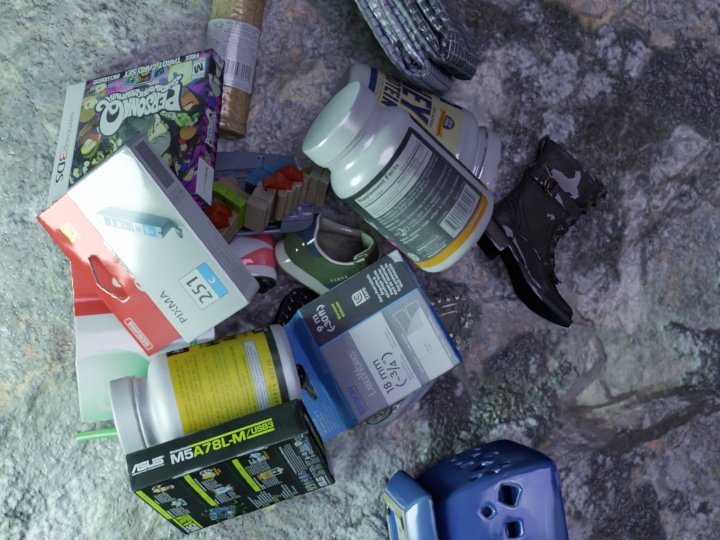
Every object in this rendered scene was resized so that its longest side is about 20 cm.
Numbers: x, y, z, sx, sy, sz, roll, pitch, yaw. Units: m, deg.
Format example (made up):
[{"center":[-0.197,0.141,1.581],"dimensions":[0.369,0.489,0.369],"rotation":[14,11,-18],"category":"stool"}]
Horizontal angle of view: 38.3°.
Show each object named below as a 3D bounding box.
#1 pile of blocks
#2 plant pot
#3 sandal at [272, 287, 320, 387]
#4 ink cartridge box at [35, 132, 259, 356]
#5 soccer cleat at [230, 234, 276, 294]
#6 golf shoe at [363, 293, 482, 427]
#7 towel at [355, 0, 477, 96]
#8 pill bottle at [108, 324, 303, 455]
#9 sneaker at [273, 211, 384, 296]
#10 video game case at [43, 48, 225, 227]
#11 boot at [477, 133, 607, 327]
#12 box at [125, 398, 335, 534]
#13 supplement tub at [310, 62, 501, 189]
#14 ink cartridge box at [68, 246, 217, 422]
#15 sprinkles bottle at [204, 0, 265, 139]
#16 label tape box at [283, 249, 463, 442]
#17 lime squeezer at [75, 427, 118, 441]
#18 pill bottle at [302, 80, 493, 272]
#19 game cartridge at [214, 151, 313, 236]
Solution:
[{"center":[-0.109,-0.089,1.117],"dimensions":[0.198,0.062,0.083],"rotation":[-28,68,-26],"category":"pile of blocks"},{"center":[0.130,0.319,1.208],"dimensions":[0.176,0.200,0.204],"rotation":[-9,90,-8],"category":"plant pot"},{"center":[-0.098,0.118,1.238],"dimensions":[0.075,0.048,0.203],"rotation":[31,68,-9],"category":"sandal"},{"center":[-0.230,-0.012,1.073],"dimensions":[0.175,0.045,0.201],"rotation":[-31,105,26],"category":"ink cartridge box"},{"center":[-0.195,-0.017,1.213],"dimensions":[0.196,0.068,0.075],"rotation":[3,67,-13],"category":"soccer cleat"},{"center":[0.069,0.111,1.257],"dimensions":[0.199,0.097,0.078],"rotation":[-41,65,-7],"category":"golf shoe"},{"center":[0.059,-0.313,1.223],"dimensions":[0.085,0.165,0.202],"rotation":[-31,85,17],"category":"towel"},{"center":[-0.167,0.135,1.125],"dimensions":[0.196,0.111,0.113],"rotation":[-14,91,-11],"category":"pill bottle"},{"center":[0.000,0.000,1.224],"dimensions":[0.198,0.090,0.068],"rotation":[30,44,-18],"category":"sneaker"},{"center":[-0.246,-0.139,1.131],"dimensions":[0.196,0.036,0.185],"rotation":[-9,63,21],"category":"video game case"},{"center":[0.251,-0.051,1.317],"dimensions":[0.174,0.069,0.201],"rotation":[-40,95,-12],"category":"boot"},{"center":[-0.133,0.218,1.126],"dimensions":[0.190,0.201,0.048],"rotation":[-17,63,1],"category":"box"},{"center":[0.053,-0.144,1.233],"dimensions":[0.197,0.145,0.148],"rotation":[21,83,-12],"category":"supplement tub"},{"center":[-0.240,0.066,1.161],"dimensions":[0.158,0.050,0.204],"rotation":[-5,116,-14],"category":"ink cartridge box"},{"center":[-0.153,-0.262,1.227],"dimensions":[0.067,0.068,0.204],"rotation":[9,85,-13],"category":"sprinkles bottle"},{"center":[-0.003,0.091,1.167],"dimensions":[0.198,0.063,0.146],"rotation":[-31,84,7],"category":"label tape box"},{"center":[-0.225,0.192,1.191],"dimensions":[0.196,0.071,0.038],"rotation":[14,64,-13],"category":"lime squeezer"},{"center":[0.040,-0.100,1.107],"dimensions":[0.199,0.116,0.117],"rotation":[40,79,-20],"category":"pill bottle"},{"center":[-0.162,-0.088,1.189],"dimensions":[0.196,0.134,0.041],"rotation":[-4,132,-15],"category":"game cartridge"}]
